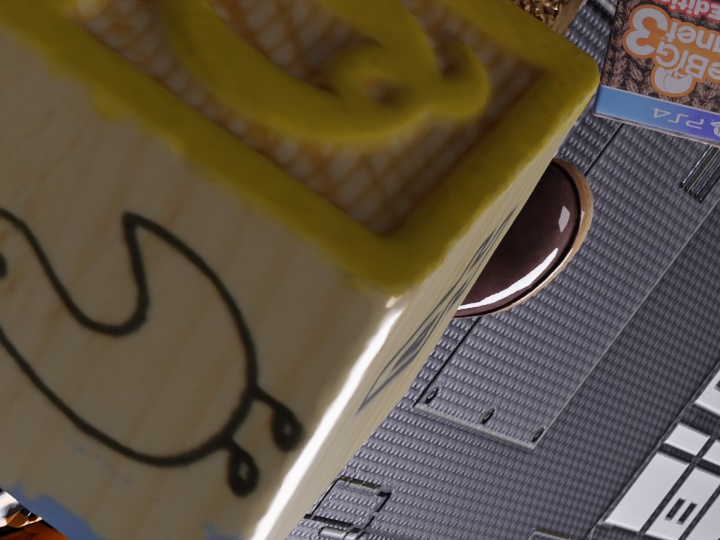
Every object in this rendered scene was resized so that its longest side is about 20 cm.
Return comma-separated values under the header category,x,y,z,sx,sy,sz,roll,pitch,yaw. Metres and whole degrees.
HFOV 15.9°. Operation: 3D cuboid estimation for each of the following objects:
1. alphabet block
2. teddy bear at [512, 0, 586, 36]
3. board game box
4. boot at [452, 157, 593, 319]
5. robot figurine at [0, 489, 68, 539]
category,x,y,z,sx,sy,sz,roll,pitch,yaw
alphabet block,-0.057,-0.023,0.998,0.196,0.195,0.200,-50,172,-49
teddy bear,0.084,-0.153,1.314,0.200,0.067,0.145,-59,165,2
board game box,0.194,-0.188,1.298,0.160,0.097,0.201,-65,168,-54
boot,0.000,0.000,1.265,0.200,0.073,0.166,-23,171,36
robot figurine,-0.173,0.130,1.245,0.200,0.058,0.145,-17,138,-53
